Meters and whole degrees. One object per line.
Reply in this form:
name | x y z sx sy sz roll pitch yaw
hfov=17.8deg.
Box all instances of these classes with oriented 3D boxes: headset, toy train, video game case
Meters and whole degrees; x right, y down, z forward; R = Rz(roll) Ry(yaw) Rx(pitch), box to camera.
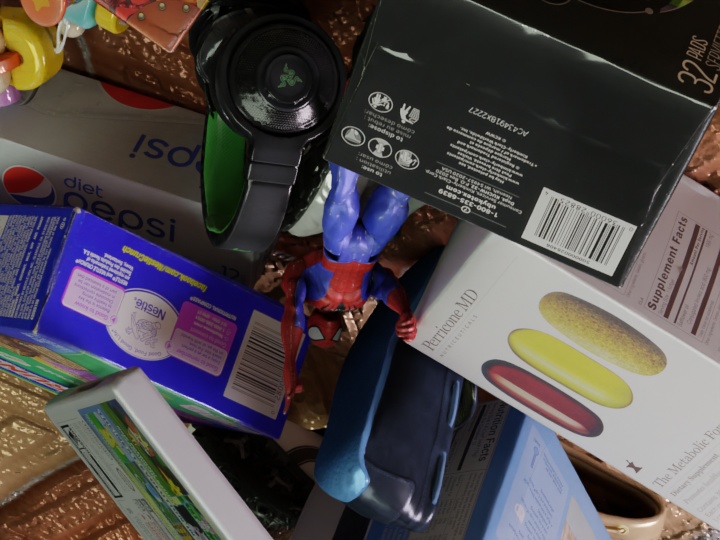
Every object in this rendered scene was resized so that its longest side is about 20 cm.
headset | -0.062 -0.108 1.169 0.094 0.124 0.200 7 110 -17
toy train | -0.204 -0.160 1.208 0.200 0.056 0.150 -22 105 37
video game case | -0.085 0.140 1.230 0.200 0.022 0.182 53 161 -6

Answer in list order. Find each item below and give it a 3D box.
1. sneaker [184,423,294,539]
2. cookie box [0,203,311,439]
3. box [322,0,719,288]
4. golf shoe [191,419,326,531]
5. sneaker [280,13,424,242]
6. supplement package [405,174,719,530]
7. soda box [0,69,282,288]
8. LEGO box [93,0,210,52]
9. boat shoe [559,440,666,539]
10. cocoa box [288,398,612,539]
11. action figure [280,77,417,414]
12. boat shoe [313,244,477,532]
sneaker | -0.081 0.151 1.485 0.085 0.073 0.200 32 148 32
cookie box | -0.153 0.026 1.291 0.171 0.075 0.200 27 167 -34
box | 0.094 -0.122 1.014 0.148 0.200 0.124 24 139 2
golf shoe | -0.020 0.119 1.389 0.078 0.095 0.200 -6 138 46
sneaker | 0.029 -0.083 1.193 0.079 0.074 0.200 15 140 -22
supplement package | 0.144 0.023 1.202 0.200 0.110 0.114 30 138 -5
soda box | -0.140 -0.058 1.289 0.200 0.068 0.063 18 139 9
LEGO box | -0.087 -0.220 1.013 0.149 0.077 0.200 35 92 -11
boat shoe | 0.089 0.112 1.355 0.200 0.074 0.069 28 125 -3
cocoa box | 0.066 0.191 1.287 0.131 0.133 0.200 -13 121 28
action figure | 0.000 0.000 1.167 0.065 0.099 0.200 2 148 -12
boat shoe | 0.027 0.068 1.236 0.069 0.200 0.084 37 133 -12
